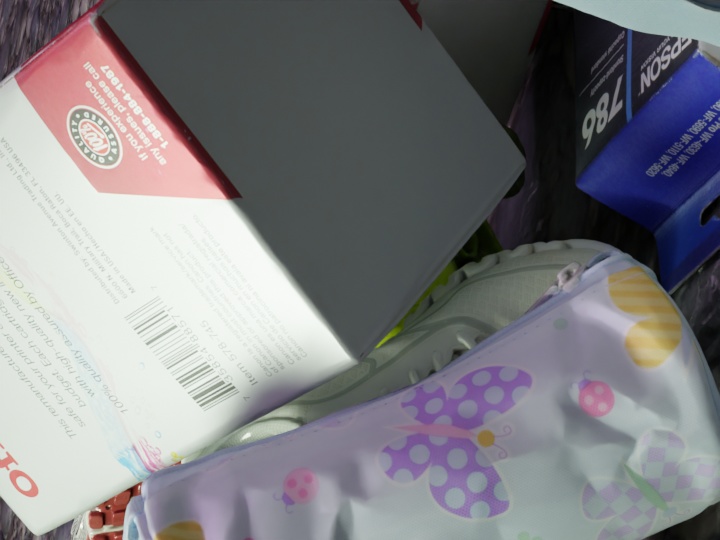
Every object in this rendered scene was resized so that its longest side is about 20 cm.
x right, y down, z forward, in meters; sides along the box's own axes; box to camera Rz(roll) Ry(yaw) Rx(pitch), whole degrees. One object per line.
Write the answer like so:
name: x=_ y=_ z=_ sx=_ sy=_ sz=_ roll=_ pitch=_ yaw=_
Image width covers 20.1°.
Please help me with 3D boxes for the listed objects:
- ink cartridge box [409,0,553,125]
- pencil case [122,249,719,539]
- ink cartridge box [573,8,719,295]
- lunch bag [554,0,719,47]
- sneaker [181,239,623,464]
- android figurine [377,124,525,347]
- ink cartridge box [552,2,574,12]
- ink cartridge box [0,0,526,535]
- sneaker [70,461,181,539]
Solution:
ink cartridge box: x=-0.006 y=-0.158 z=0.871 sx=0.200 sy=0.085 sz=0.148 roll=60 pitch=159 yaw=21
pencil case: x=0.025 y=0.072 z=0.669 sx=0.091 sy=0.199 sz=0.083 roll=65 pitch=177 yaw=-23
ink cartridge box: x=0.114 y=-0.100 z=0.749 sx=0.099 sy=0.039 sz=0.201 roll=128 pitch=148 yaw=-56
lunch bag: x=0.100 y=-0.157 z=0.604 sx=0.127 sy=0.169 sz=0.201 roll=133 pitch=147 yaw=-56
sneaker: x=0.017 y=0.053 z=0.763 sx=0.075 sy=0.200 sz=0.081 roll=61 pitch=-165 yaw=-5
android figurine: x=0.000 y=0.000 z=0.854 sx=0.200 sy=0.182 sz=0.041 roll=-12 pitch=24 yaw=43
ink cartridge box: x=0.076 y=-0.226 z=0.942 sx=0.198 sy=0.047 sz=0.201 roll=-146 pitch=66 yaw=-72
ink cartridge box: x=-0.074 y=-0.022 z=0.755 sx=0.200 sy=0.145 sz=0.145 roll=-29 pitch=13 yaw=41
sneaker: x=-0.106 y=0.110 z=0.976 sx=0.082 sy=0.078 sz=0.200 roll=-111 pitch=34 yaw=-47
